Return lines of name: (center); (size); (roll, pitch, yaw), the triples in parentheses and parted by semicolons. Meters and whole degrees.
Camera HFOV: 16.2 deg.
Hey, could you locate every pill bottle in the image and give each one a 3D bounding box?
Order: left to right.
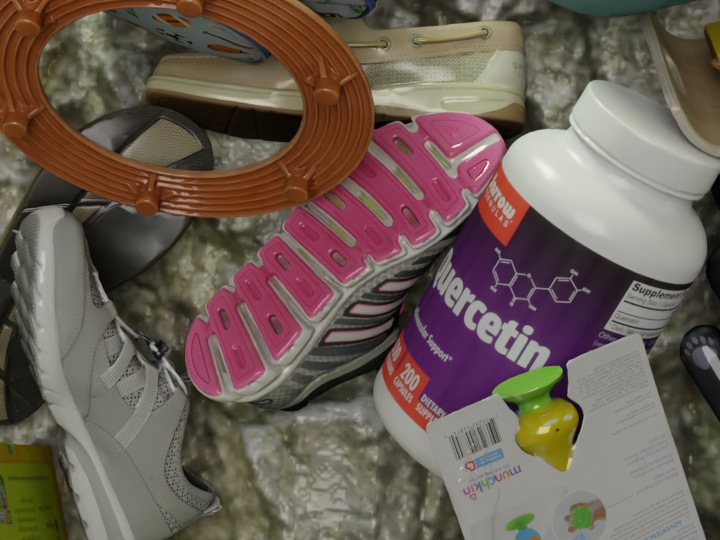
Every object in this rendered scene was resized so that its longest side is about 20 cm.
pill bottle: (0.096, 0.010, 1.250); (0.112, 0.112, 0.201); (32, 110, 8)

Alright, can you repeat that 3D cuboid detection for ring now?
ring: (-0.092, -0.081, 1.212); (0.199, 0.201, 0.019); (5, 55, 6)

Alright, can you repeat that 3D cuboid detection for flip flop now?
flip flop: (-0.153, -0.006, 1.335); (0.081, 0.058, 0.200); (33, 105, -8)

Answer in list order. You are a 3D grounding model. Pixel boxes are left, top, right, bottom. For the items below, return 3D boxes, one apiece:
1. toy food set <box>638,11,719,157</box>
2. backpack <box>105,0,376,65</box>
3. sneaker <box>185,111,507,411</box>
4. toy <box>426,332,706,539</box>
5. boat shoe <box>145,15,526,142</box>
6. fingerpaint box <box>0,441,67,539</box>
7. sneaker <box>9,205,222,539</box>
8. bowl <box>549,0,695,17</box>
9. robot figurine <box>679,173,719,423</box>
toy food set: (0.241, -0.128, 1.254); (0.199, 0.144, 0.061); (-13, 116, 5)
backpack: (-0.071, -0.184, 1.228); (0.190, 0.200, 0.155); (14, 94, 1)
sneaker: (0.000, 0.000, 1.303); (0.200, 0.087, 0.074); (-44, 61, 2)
toy: (0.108, 0.139, 1.216); (0.115, 0.047, 0.201); (-23, 106, -14)
boat shoe: (-0.012, -0.105, 1.322); (0.199, 0.072, 0.065); (1, 80, 0)
fingerpaint box: (-0.196, 0.172, 1.250); (0.073, 0.200, 0.168); (-12, 84, 6)
sneaker: (-0.126, 0.052, 1.299); (0.082, 0.075, 0.201); (-18, 119, -10)
bowl: (0.126, -0.209, 1.274); (0.200, 0.105, 0.202); (13, 62, -25)
robot figurine: (0.250, 0.021, 1.258); (0.150, 0.125, 0.201); (-33, 81, 32)
